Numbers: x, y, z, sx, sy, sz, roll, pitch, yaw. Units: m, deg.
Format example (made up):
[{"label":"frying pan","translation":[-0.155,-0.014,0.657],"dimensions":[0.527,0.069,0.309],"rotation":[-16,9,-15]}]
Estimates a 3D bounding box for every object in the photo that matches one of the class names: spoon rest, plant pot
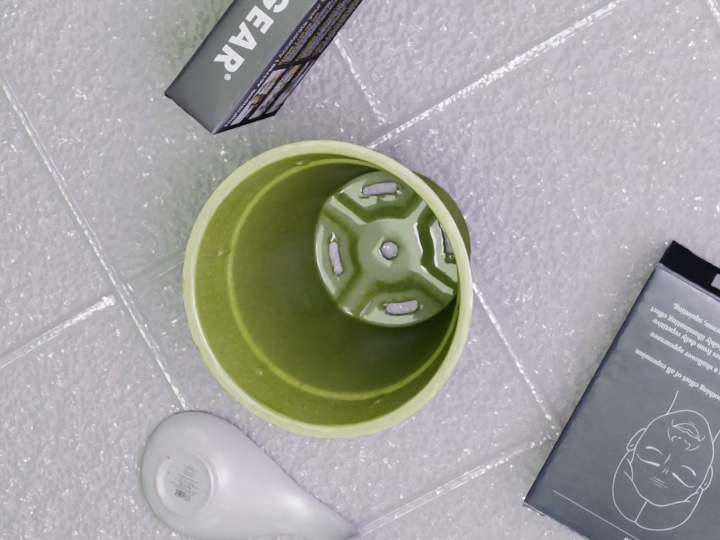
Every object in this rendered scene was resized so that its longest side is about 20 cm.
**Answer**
[{"label":"spoon rest","translation":[-0.083,0.178,1.587],"dimensions":[0.200,0.061,0.100],"rotation":[25,104,23]},{"label":"plant pot","translation":[0.000,0.000,1.458],"dimensions":[0.199,0.190,0.201],"rotation":[2,99,14]}]

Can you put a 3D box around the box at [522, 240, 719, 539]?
[{"label":"box","translation":[0.230,0.106,1.458],"dimensions":[0.148,0.107,0.200],"rotation":[30,105,8]}]

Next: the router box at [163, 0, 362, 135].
[{"label":"router box","translation":[-0.041,-0.191,1.458],"dimensions":[0.051,0.149,0.200],"rotation":[40,106,5]}]
